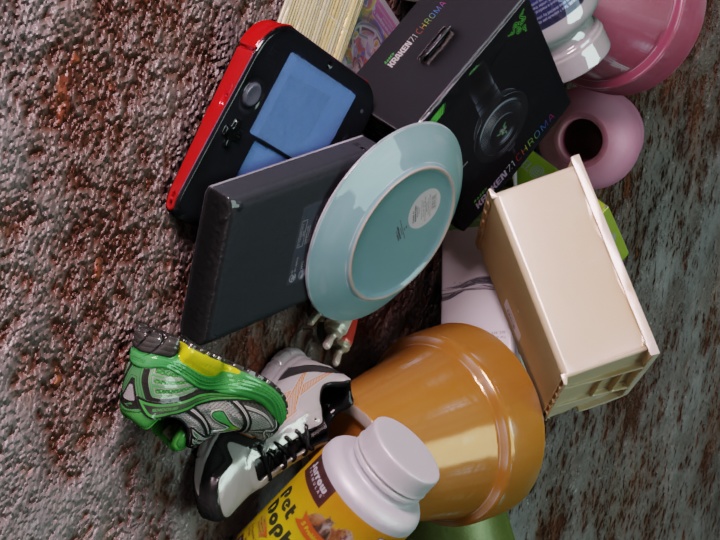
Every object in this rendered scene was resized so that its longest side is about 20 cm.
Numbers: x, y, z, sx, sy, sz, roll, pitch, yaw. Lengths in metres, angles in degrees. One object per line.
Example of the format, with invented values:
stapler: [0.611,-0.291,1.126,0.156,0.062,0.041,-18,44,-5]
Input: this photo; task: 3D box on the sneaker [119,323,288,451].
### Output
sneaker: [-0.133,0.108,1.356,0.200,0.078,0.086,30,82,-54]

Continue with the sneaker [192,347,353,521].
sneaker: [-0.077,0.145,1.467,0.200,0.080,0.074,-53,147,-37]

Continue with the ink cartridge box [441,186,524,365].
ink cartridge box: [0.145,0.032,1.785,0.146,0.084,0.201,48,40,-59]

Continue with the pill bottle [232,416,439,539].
pill bottle: [-0.023,0.225,1.480,0.200,0.109,0.109,-47,161,19]

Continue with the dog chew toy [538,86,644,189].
dog chew toy: [0.289,-0.166,2.011,0.200,0.124,0.125,-24,123,-68]

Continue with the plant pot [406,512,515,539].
plant pot: [0.104,0.329,1.823,0.200,0.199,0.191,-29,115,-56]

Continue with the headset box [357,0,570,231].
headset box: [0.091,-0.166,1.543,0.174,0.093,0.200,-50,148,-9]

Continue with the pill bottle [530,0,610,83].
pill bottle: [0.167,-0.287,1.633,0.200,0.111,0.111,57,47,-24]

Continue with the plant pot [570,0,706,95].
plant pot: [0.245,-0.299,1.796,0.178,0.199,0.201,4,99,-47]

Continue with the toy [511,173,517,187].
toy: [0.137,-0.156,1.725,0.115,0.047,0.201,69,18,-61]

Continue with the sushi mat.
sushi mat: [-0.019,-0.265,1.441,0.096,0.012,0.201,33,72,-48]

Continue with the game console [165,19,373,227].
game console: [-0.069,-0.103,1.380,0.200,0.031,0.178,26,88,-60]

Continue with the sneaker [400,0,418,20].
sneaker: [0.079,-0.239,1.619,0.079,0.074,0.200,-52,144,-15]

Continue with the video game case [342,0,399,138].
video game case: [-0.013,-0.156,1.517,0.201,0.018,0.143,-69,154,-14]

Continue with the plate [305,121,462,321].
plate: [0.030,-0.037,1.466,0.200,0.026,0.201,-34,143,-31]

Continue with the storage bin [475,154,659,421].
storage bin: [0.192,0.026,1.594,0.199,0.093,0.201,90,-20,-74]

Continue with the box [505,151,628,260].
box: [0.213,-0.071,1.807,0.048,0.200,0.122,-46,149,-4]

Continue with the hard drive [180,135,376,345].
hard drive: [-0.064,-0.027,1.398,0.200,0.033,0.140,-24,136,-49]

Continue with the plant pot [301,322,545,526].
plant pot: [0.047,0.165,1.620,0.183,0.200,0.201,-12,114,-44]

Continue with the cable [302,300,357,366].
cable: [0.000,0.000,1.580,0.201,0.050,0.097,-62,148,-28]
